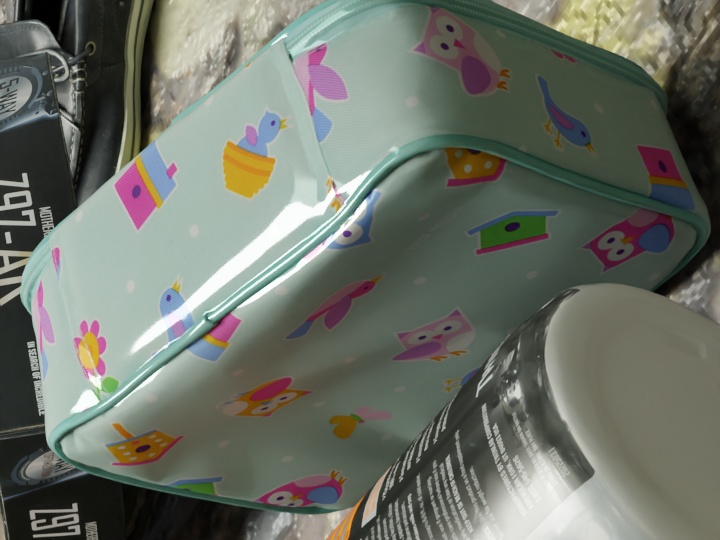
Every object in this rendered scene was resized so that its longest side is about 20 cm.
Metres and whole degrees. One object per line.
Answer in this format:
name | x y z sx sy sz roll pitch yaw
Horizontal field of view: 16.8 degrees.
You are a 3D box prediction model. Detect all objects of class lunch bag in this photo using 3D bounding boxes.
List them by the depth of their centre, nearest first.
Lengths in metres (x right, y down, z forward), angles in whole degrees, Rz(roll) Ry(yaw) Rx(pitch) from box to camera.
lunch bag | 0.000 0.000 0.764 0.200 0.160 0.077 -38 56 34

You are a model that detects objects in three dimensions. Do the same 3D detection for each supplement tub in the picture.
supplement tub | 0.043 0.109 0.699 0.200 0.122 0.123 -51 44 33

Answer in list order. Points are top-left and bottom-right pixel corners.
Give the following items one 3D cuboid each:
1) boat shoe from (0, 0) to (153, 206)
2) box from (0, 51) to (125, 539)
boat shoe | -0.129 -0.087 1.041 0.075 0.062 0.200 5 85 52
box | -0.122 0.043 0.921 0.200 0.043 0.160 94 164 -55
